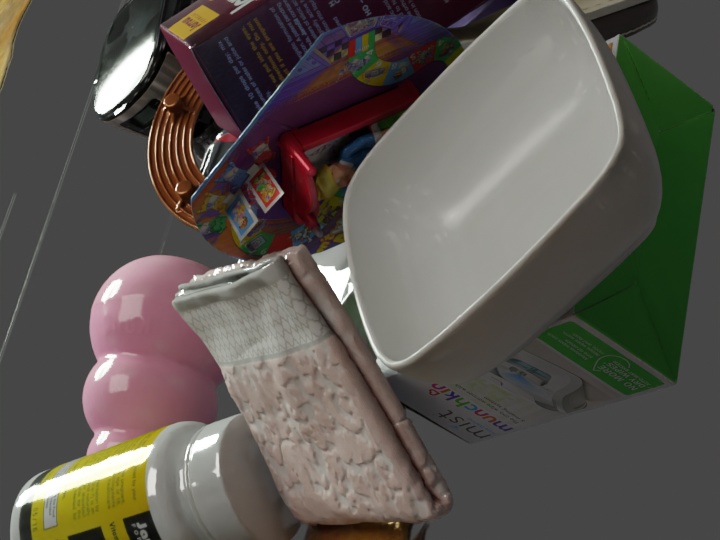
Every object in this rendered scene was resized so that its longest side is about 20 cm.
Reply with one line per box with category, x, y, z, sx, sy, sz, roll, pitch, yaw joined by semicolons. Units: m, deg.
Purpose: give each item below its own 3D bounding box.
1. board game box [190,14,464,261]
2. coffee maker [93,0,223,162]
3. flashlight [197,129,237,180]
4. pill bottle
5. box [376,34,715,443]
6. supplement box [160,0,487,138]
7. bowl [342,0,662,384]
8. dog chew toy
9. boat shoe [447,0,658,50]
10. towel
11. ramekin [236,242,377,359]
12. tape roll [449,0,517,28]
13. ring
board game box;-0.006;-0.066;1.174;0.200;0.158;0.039;-49;55;20
coffee maker;-0.111;-0.155;1.567;0.135;0.200;0.192;-45;30;21
flashlight;-0.063;-0.133;1.406;0.068;0.068;0.201;0;58;29
pill bottle;-0.144;0.173;1.358;0.199;0.114;0.115;-22;43;32
box;0.114;-0.015;1.169;0.176;0.097;0.201;-21;46;46
supplement box;-0.022;-0.175;1.266;0.200;0.086;0.110;-34;22;-6
bowl;0.084;-0.041;1.066;0.200;0.075;0.200;-44;33;22
dog chew toy;-0.163;0.092;1.495;0.124;0.124;0.201;-17;56;52
boat shoe;0.111;-0.146;1.280;0.199;0.060;0.072;-20;22;-8
towel;-0.037;0.080;1.213;0.032;0.192;0.200;-33;7;-25
ramekin;0.000;0.000;1.341;0.202;0.094;0.203;-39;33;31
tape roll;0.109;-0.224;1.403;0.200;0.085;0.201;-38;34;32
ring;-0.062;-0.111;1.334;0.199;0.019;0.201;-11;55;17
